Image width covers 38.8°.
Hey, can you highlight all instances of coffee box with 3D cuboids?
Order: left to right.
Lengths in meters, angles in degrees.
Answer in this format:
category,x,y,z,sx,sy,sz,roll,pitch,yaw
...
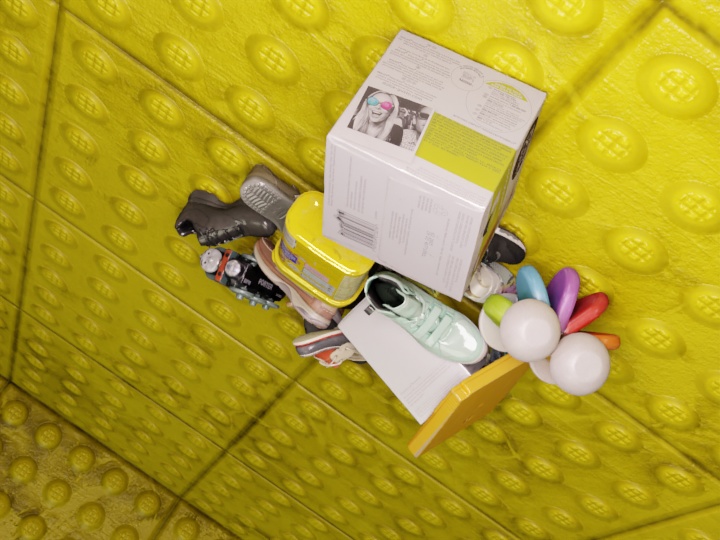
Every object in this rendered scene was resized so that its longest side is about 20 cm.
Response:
category,x,y,z,sx,sy,sz,roll,pitch,yaw
coffee box,0.085,-0.126,1.241,0.198,0.199,0.200,25,149,11

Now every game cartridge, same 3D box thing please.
category,x,y,z,sx,sy,sz,roll,pitch,yaw
game cartridge,0.171,0.193,1.548,0.033,0.175,0.201,51,144,20

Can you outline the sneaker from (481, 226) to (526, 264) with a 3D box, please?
category,x,y,z,sx,sy,sz,roll,pitch,yaw
sneaker,0.135,-0.028,1.400,0.198,0.089,0.076,21,167,-26

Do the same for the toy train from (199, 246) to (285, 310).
category,x,y,z,sx,sy,sz,roll,pitch,yaw
toy train,-0.201,0.011,1.781,0.113,0.086,0.200,18,175,23

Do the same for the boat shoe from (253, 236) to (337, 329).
category,x,y,z,sx,sy,sz,roll,pitch,yaw
boat shoe,-0.097,0.008,1.645,0.200,0.072,0.076,46,-170,28

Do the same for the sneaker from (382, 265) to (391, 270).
category,x,y,z,sx,sy,sz,roll,pitch,yaw
sneaker,0.032,-0.085,1.494,0.085,0.078,0.200,-16,133,40

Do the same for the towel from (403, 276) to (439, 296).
category,x,y,z,sx,sy,sz,roll,pitch,yaw
towel,0.043,-0.039,1.440,0.086,0.018,0.200,26,160,49

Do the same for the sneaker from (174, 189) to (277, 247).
category,x,y,z,sx,sy,sz,roll,pitch,yaw
sneaker,-0.228,-0.074,1.722,0.198,0.091,0.076,8,140,34

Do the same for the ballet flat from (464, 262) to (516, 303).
category,x,y,z,sx,sy,sz,roll,pitch,yaw
ballet flat,0.145,-0.001,1.461,0.199,0.071,0.069,32,107,-17

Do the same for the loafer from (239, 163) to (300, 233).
category,x,y,z,sx,sy,sz,roll,pitch,yaw
loafer,-0.106,-0.101,1.605,0.075,0.070,0.200,-24,133,27

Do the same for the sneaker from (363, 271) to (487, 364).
category,x,y,z,sx,sy,sz,roll,pitch,yaw
sneaker,0.087,0.073,1.453,0.199,0.074,0.118,33,-173,11

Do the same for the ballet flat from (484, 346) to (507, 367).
category,x,y,z,sx,sy,sz,roll,pitch,yaw
ballet flat,0.215,0.110,1.594,0.074,0.075,0.201,22,147,17

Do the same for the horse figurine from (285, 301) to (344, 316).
category,x,y,z,sx,sy,sz,roll,pitch,yaw
horse figurine,-0.069,0.029,1.745,0.131,0.050,0.201,-1,131,13

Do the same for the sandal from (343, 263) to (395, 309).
category,x,y,z,sx,sy,sz,roll,pitch,yaw
sandal,0.000,0.000,1.648,0.081,0.055,0.200,26,135,-17

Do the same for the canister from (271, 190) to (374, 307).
category,x,y,z,sx,sy,sz,roll,pitch,yaw
canister,-0.049,-0.028,1.483,0.148,0.087,0.200,35,164,1

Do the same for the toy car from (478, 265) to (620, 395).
category,x,y,z,sx,sy,sz,roll,pitch,yaw
toy car,0.269,0.071,1.410,0.199,0.151,0.175,33,178,-7

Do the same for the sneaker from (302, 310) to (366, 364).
category,x,y,z,sx,sy,sz,roll,pitch,yaw
sneaker,-0.045,0.127,1.738,0.074,0.086,0.200,-10,150,28

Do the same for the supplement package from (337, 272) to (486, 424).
category,x,y,z,sx,sy,sz,roll,pitch,yaw
supplement package,0.082,0.114,1.583,0.117,0.117,0.200,-43,84,19

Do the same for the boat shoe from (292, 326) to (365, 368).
category,x,y,z,sx,sy,sz,roll,pitch,yaw
boat shoe,-0.038,0.122,1.618,0.070,0.063,0.199,-6,180,28
